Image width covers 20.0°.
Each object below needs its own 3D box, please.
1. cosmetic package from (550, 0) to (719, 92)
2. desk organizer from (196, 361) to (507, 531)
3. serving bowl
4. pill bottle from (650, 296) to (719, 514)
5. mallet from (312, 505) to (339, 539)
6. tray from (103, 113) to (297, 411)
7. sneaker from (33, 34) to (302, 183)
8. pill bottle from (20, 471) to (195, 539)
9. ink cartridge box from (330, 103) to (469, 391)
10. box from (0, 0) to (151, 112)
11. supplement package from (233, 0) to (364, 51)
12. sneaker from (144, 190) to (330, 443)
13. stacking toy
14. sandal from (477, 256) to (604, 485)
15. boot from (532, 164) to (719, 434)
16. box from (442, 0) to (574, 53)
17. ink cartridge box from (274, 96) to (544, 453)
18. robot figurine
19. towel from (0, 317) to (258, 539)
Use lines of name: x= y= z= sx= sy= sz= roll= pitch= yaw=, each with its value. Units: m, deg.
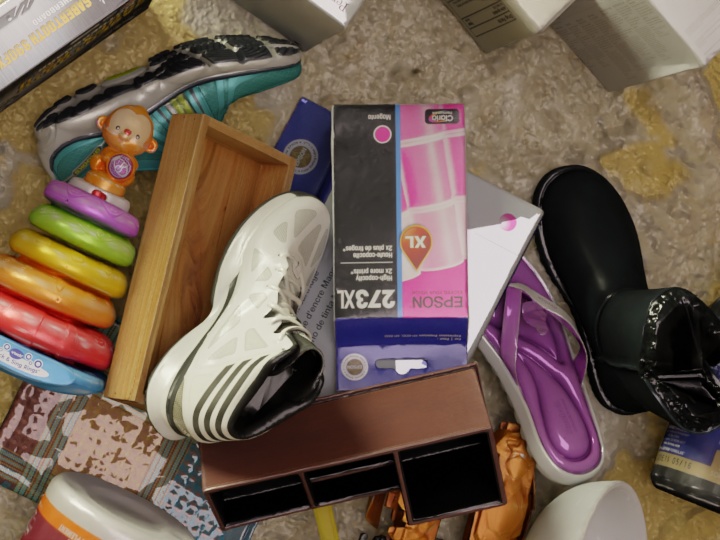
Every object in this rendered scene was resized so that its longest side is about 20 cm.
cosmetic package: x=0.198 y=-0.180 z=1.444 sx=0.051 sy=0.200 sz=0.083 roll=-45 pitch=99 yaw=-8
desk organizer: x=-0.007 y=0.131 z=1.372 sx=0.199 sy=0.077 sz=0.072 roll=-13 pitch=120 yaw=0
serving bowl: x=0.147 y=0.247 z=1.455 sx=0.066 sy=0.200 sz=0.201 roll=4 pitch=88 yaw=25
pill bottle: x=0.298 y=0.084 z=1.509 sx=0.112 sy=0.112 sz=0.200 roll=21 pitch=86 yaw=-11
mallet: x=-0.007 y=0.207 z=1.427 sx=0.066 sy=0.041 sz=0.200 roll=-21 pitch=75 yaw=-3
tray: x=-0.110 y=0.003 z=1.406 sx=0.099 sy=0.037 sz=0.201 roll=24 pitch=76 yaw=-47
sneaker: x=-0.132 y=-0.112 z=1.449 sx=0.200 sy=0.078 sz=0.080 roll=-24 pitch=113 yaw=-7
pill bottle: x=-0.203 y=0.250 z=1.391 sx=0.114 sy=0.114 sz=0.200 roll=27 pitch=94 yaw=-11
ink cartridge box: x=0.028 y=-0.017 z=1.421 sx=0.094 sy=0.037 sz=0.201 roll=-1 pitch=83 yaw=1
box: x=-0.227 y=-0.152 z=1.373 sx=0.200 sy=0.158 sz=0.048 roll=-37 pitch=95 yaw=-11
supplement package: x=-0.077 y=-0.258 z=1.408 sx=0.200 sy=0.156 sz=0.111 roll=33 pitch=83 yaw=-10
sneaker: x=-0.049 y=0.036 z=1.358 sx=0.076 sy=0.115 sz=0.201 roll=51 pitch=59 yaw=-39
stacking toy: x=-0.190 y=-0.021 z=1.384 sx=0.116 sy=0.110 sz=0.200 roll=25 pitch=88 yaw=-3
sandal: x=0.132 y=0.055 z=1.482 sx=0.082 sy=0.050 sz=0.203 roll=-19 pitch=78 yaw=-35
boot: x=0.198 y=0.016 z=1.459 sx=0.076 sy=0.168 sz=0.201 roll=-17 pitch=93 yaw=-13
box: x=0.083 y=-0.270 z=1.457 sx=0.109 sy=0.128 sz=0.200 roll=-43 pitch=99 yaw=-10
ink cartridge box: x=0.000 y=0.000 z=1.456 sx=0.200 sy=0.043 sz=0.197 roll=27 pitch=84 yaw=3
robot figurine: x=0.061 y=0.201 z=1.484 sx=0.145 sy=0.058 sz=0.201 roll=17 pitch=85 yaw=-11
towel: x=-0.152 y=0.123 z=1.457 sx=0.200 sy=0.022 sz=0.147 roll=26 pitch=84 yaw=-11
